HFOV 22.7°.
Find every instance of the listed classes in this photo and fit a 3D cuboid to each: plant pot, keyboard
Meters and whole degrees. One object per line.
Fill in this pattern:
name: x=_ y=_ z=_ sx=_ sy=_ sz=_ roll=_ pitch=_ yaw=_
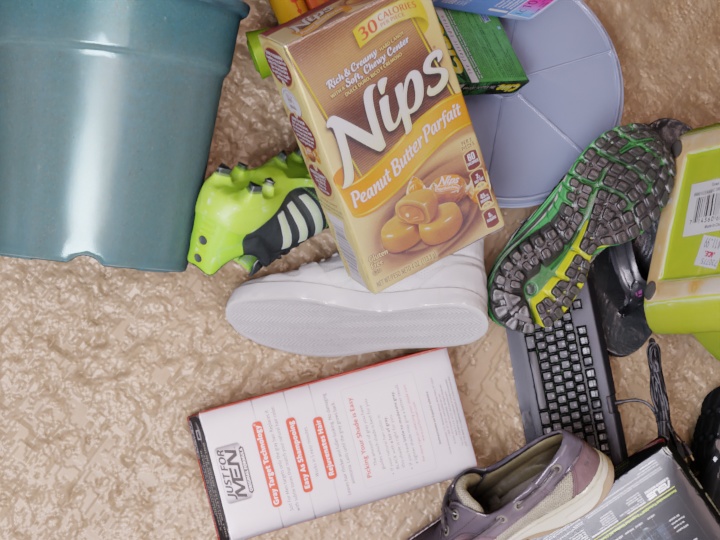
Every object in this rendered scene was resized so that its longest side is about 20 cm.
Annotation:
plant pot: x=0.338 y=-0.020 z=1.373 sx=0.181 sy=0.200 sz=0.200 roll=19 pitch=77 yaw=-25
keyboard: x=0.189 y=0.106 z=1.411 sx=0.126 sy=0.021 sz=0.201 roll=-11 pitch=87 yaw=7
plant pot: x=-0.186 y=-0.102 z=1.282 sx=0.199 sy=0.200 sz=0.197 roll=5 pitch=91 yaw=-14

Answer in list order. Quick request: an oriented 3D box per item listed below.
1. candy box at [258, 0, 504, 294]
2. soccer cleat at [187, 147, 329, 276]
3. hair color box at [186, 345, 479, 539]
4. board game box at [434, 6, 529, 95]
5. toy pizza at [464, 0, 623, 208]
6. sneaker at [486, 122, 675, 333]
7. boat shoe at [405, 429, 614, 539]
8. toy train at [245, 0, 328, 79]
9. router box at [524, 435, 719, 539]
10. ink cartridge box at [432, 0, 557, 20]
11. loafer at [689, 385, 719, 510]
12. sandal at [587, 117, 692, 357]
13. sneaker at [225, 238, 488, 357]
candy box: x=0.017 y=-0.098 z=1.283 sx=0.115 sy=0.055 sz=0.201 roll=-28 pitch=116 yaw=-15
soccer cleat: x=-0.062 y=-0.042 z=1.329 sx=0.067 sy=0.200 sz=0.081 roll=32 pitch=111 yaw=23
hair color box: x=-0.021 y=0.131 z=1.356 sx=0.199 sy=0.061 sz=0.102 roll=-14 pitch=87 yaw=-16
board game box: x=0.052 y=-0.225 z=1.378 sx=0.105 sy=0.023 sz=0.201 roll=-6 pitch=68 yaw=-52
toy pizza: x=0.112 y=-0.146 z=1.431 sx=0.199 sy=0.032 sz=0.202 roll=2 pitch=79 yaw=-10
sneaker: x=0.161 y=-0.038 z=1.389 sx=0.200 sy=0.085 sz=0.078 roll=-45 pitch=101 yaw=-9
boat shoe: x=0.091 y=0.178 z=1.335 sx=0.199 sy=0.072 sz=0.065 roll=-31 pitch=118 yaw=21
toy train: x=-0.035 y=-0.177 z=1.369 sx=0.115 sy=0.085 sz=0.201 roll=-24 pitch=81 yaw=-4
router box: x=0.193 y=0.242 z=1.357 sx=0.200 sy=0.062 sz=0.150 roll=-35 pitch=88 yaw=9
ink cartridge box: x=0.064 y=-0.270 z=1.344 sx=0.199 sy=0.076 sz=0.137 roll=1 pitch=61 yaw=-48
loafer: x=0.288 y=0.190 z=1.423 sx=0.070 sy=0.068 sz=0.202 roll=22 pitch=80 yaw=-12
sandal: x=0.226 y=-0.030 z=1.442 sx=0.075 sy=0.048 sz=0.202 roll=19 pitch=80 yaw=-11
sneaker: x=0.000 y=0.000 z=1.378 sx=0.199 sy=0.074 sz=0.116 roll=0 pitch=52 yaw=6
